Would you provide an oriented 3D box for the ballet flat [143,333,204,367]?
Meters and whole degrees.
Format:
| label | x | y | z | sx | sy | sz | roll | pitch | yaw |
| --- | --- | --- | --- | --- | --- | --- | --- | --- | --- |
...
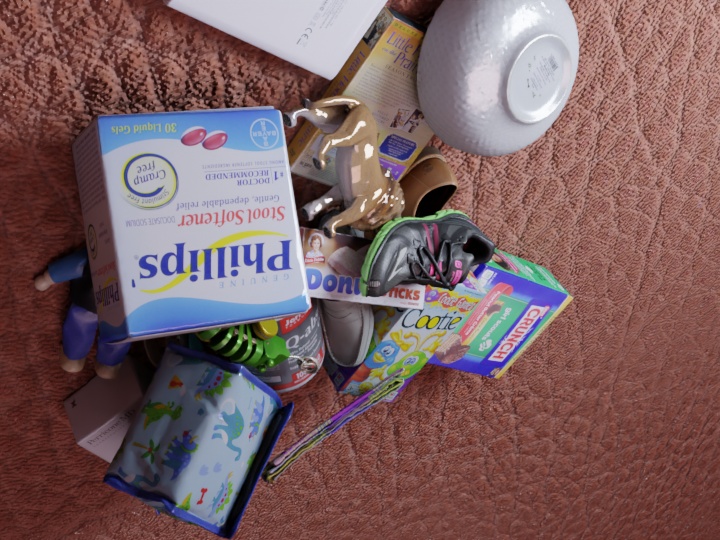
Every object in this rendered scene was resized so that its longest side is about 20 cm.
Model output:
| label | x | y | z | sx | sy | sz | roll | pitch | yaw |
| --- | --- | --- | --- | --- | --- | --- | --- | --- | --- |
| ballet flat | -0.214 | 0.057 | 1.133 | 0.072 | 0.072 | 0.201 | -15 | 128 | -21 |

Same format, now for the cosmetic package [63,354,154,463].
| label | x | y | z | sx | sy | sz | roll | pitch | yaw |
| --- | --- | --- | --- | --- | --- | --- | --- | --- | --- |
| cosmetic package | -0.258 | 0.196 | 1.243 | 0.101 | 0.071 | 0.200 | -36 | 140 | 4 |

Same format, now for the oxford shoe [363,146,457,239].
| label | x | y | z | sx | sy | sz | roll | pitch | yaw |
| --- | --- | --- | --- | --- | --- | --- | --- | --- | --- |
| oxford shoe | 0.037 | -0.052 | 1.190 | 0.071 | 0.071 | 0.200 | 18 | 121 | -45 |

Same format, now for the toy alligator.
| label | x | y | z | sx | sy | sz | roll | pitch | yaw |
| --- | --- | --- | --- | --- | --- | --- | --- | --- | --- |
| toy alligator | -0.113 | 0.081 | 1.067 | 0.059 | 0.054 | 0.200 | -31 | 130 | 28 |

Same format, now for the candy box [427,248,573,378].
| label | x | y | z | sx | sy | sz | roll | pitch | yaw |
| --- | --- | --- | --- | --- | --- | --- | --- | --- | --- |
| candy box | 0.164 | 0.056 | 1.378 | 0.200 | 0.077 | 0.169 | 16 | 120 | -44 |

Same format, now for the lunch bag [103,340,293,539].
| label | x | y | z | sx | sy | sz | roll | pitch | yaw |
| --- | --- | --- | --- | --- | --- | --- | --- | --- | --- |
| lunch bag | -0.161 | 0.199 | 1.118 | 0.170 | 0.127 | 0.200 | -65 | 153 | -17 |

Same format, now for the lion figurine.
| label | x | y | z | sx | sy | sz | roll | pitch | yaw |
| --- | --- | --- | --- | --- | --- | --- | --- | --- | --- |
| lion figurine | -0.007 | -0.113 | 1.049 | 0.122 | 0.072 | 0.200 | -31 | 139 | -28 |

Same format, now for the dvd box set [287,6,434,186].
| label | x | y | z | sx | sy | sz | roll | pitch | yaw |
| --- | --- | --- | --- | --- | --- | --- | --- | --- | --- |
| dvd box set | 0.024 | -0.172 | 1.087 | 0.146 | 0.029 | 0.200 | 14 | 122 | -42 |

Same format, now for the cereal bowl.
| label | x | y | z | sx | sy | sz | roll | pitch | yaw |
| --- | --- | --- | --- | --- | --- | --- | --- | --- | --- |
| cereal bowl | 0.159 | -0.210 | 1.056 | 0.200 | 0.083 | 0.200 | -19 | 123 | -31 |

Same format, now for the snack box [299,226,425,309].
| label | x | y | z | sx | sy | sz | roll | pitch | yaw |
| --- | --- | --- | --- | --- | --- | --- | --- | --- | --- |
| snack box | 0.000 | 0.000 | 1.117 | 0.200 | 0.024 | 0.072 | 8 | 88 | -45 |

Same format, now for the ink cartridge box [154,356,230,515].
| label | x | y | z | sx | sy | sz | roll | pitch | yaw |
| --- | --- | --- | --- | --- | --- | --- | --- | --- | --- |
| ink cartridge box | -0.184 | 0.193 | 1.218 | 0.200 | 0.042 | 0.120 | -40 | 131 | -40 |

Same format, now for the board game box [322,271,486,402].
| label | x | y | z | sx | sy | sz | roll | pitch | yaw |
| --- | --- | --- | --- | --- | --- | --- | --- | --- | --- |
| board game box | 0.043 | 0.058 | 1.278 | 0.105 | 0.103 | 0.200 | 16 | 120 | -43 |

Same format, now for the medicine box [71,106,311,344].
| label | x | y | z | sx | sy | sz | roll | pitch | yaw |
| --- | --- | --- | --- | --- | --- | --- | --- | --- | --- |
| medicine box | -0.160 | -0.042 | 0.957 | 0.182 | 0.200 | 0.103 | -8 | 176 | -28 |

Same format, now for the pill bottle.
| label | x | y | z | sx | sy | sz | roll | pitch | yaw |
| --- | --- | --- | --- | --- | --- | --- | --- | --- | --- |
| pill bottle | -0.107 | 0.040 | 1.149 | 0.116 | 0.116 | 0.200 | -22 | 140 | -13 |

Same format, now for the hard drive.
| label | x | y | z | sx | sy | sz | roll | pitch | yaw |
| --- | --- | --- | --- | --- | --- | --- | --- | --- | --- |
| hard drive | -0.067 | -0.267 | 0.934 | 0.200 | 0.025 | 0.132 | 16 | 120 | -43 |

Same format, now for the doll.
| label | x | y | z | sx | sy | sz | roll | pitch | yaw |
| --- | --- | --- | --- | --- | --- | --- | --- | --- | --- |
| doll | -0.276 | 0.026 | 1.070 | 0.136 | 0.048 | 0.200 | 13 | 124 | -15 |

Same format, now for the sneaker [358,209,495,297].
| label | x | y | z | sx | sy | sz | roll | pitch | yaw |
| --- | --- | --- | --- | --- | --- | --- | --- | --- | --- |
| sneaker | 0.076 | -0.016 | 1.106 | 0.200 | 0.084 | 0.077 | -24 | 135 | -41 |

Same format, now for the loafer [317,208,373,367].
| label | x | y | z | sx | sy | sz | roll | pitch | yaw |
| --- | --- | --- | --- | --- | --- | --- | --- | --- | --- |
| loafer | -0.026 | 0.028 | 1.181 | 0.070 | 0.070 | 0.200 | 2 | 114 | 19 |

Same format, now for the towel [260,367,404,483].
| label | x | y | z | sx | sy | sz | roll | pitch | yaw |
| --- | --- | --- | --- | --- | --- | --- | --- | --- | --- |
| towel | -0.035 | 0.189 | 1.199 | 0.200 | 0.023 | 0.144 | -34 | 172 | -16 |
